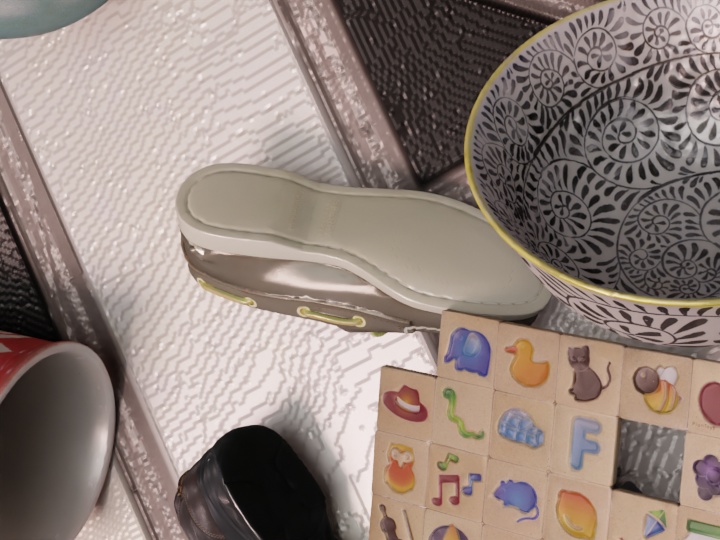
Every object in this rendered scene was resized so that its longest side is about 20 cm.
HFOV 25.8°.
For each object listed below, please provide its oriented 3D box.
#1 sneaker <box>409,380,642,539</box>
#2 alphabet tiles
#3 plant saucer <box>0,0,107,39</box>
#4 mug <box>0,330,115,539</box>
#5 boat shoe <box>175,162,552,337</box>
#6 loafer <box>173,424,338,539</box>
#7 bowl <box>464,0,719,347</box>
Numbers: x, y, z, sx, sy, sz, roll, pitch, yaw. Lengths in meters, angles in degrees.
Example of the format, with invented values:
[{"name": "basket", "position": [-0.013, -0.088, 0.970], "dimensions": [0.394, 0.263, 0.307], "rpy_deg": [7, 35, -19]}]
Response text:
[{"name": "sneaker", "position": [0.094, 0.151, 0.794], "dimensions": [0.115, 0.075, 0.201], "rpy_deg": [-44, 71, 26]}, {"name": "alphabet tiles", "position": [0.089, 0.112, 0.746], "dimensions": [0.198, 0.008, 0.169], "rpy_deg": [10, 101, 34]}, {"name": "plant saucer", "position": [-0.191, -0.224, 0.824], "dimensions": [0.027, 0.198, 0.203], "rpy_deg": [6, 97, 62]}, {"name": "mug", "position": [-0.262, 0.105, 0.895], "dimensions": [0.198, 0.133, 0.180], "rpy_deg": [14, 96, 23]}, {"name": "boat shoe", "position": [0.001, -0.002, 0.820], "dimensions": [0.199, 0.073, 0.061], "rpy_deg": [14, 139, 8]}, {"name": "loafer", "position": [-0.031, 0.182, 0.847], "dimensions": [0.072, 0.072, 0.201], "rpy_deg": [-37, 79, 44]}, {"name": "bowl", "position": [0.152, -0.031, 0.723], "dimensions": [0.198, 0.095, 0.202], "rpy_deg": [-7, 48, 7]}]
